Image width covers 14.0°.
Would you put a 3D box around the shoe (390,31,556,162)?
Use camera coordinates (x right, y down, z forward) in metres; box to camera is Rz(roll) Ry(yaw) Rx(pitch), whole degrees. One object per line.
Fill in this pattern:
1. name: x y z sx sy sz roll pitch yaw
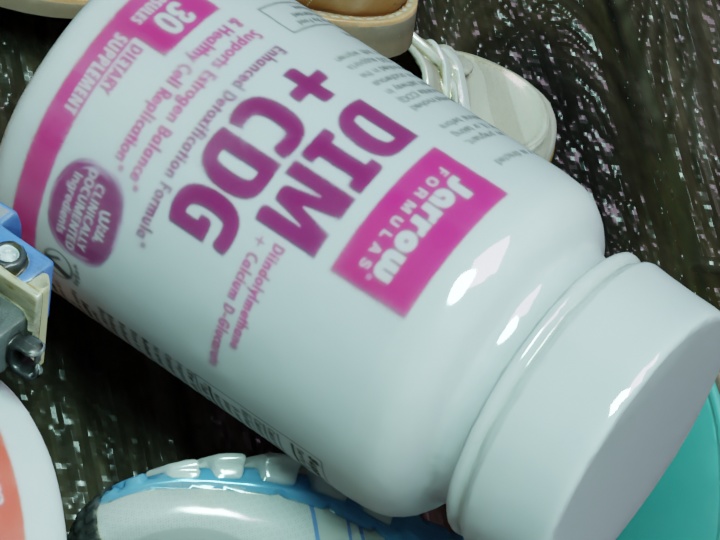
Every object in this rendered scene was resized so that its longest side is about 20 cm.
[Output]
1. shoe: -0.002 -0.048 1.015 0.199 0.053 0.070 -7 65 -38

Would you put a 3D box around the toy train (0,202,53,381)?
1. toy train: -0.157 -0.031 0.812 0.200 0.034 0.046 34 47 21

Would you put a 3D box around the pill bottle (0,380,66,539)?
1. pill bottle: -0.186 0.081 0.757 0.199 0.111 0.112 -1 62 -36

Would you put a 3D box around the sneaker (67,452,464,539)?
1. sneaker: 0.002 0.118 0.897 0.199 0.075 0.087 19 57 -24

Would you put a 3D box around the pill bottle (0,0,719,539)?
1. pill bottle: 0.000 0.000 0.857 0.200 0.114 0.113 33 43 19

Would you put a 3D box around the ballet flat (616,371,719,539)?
1. ballet flat: 0.118 0.122 0.988 0.069 0.069 0.201 15 58 -27

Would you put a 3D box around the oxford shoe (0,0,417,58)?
1. oxford shoe: -0.074 -0.123 0.978 0.199 0.072 0.071 5 31 -13
